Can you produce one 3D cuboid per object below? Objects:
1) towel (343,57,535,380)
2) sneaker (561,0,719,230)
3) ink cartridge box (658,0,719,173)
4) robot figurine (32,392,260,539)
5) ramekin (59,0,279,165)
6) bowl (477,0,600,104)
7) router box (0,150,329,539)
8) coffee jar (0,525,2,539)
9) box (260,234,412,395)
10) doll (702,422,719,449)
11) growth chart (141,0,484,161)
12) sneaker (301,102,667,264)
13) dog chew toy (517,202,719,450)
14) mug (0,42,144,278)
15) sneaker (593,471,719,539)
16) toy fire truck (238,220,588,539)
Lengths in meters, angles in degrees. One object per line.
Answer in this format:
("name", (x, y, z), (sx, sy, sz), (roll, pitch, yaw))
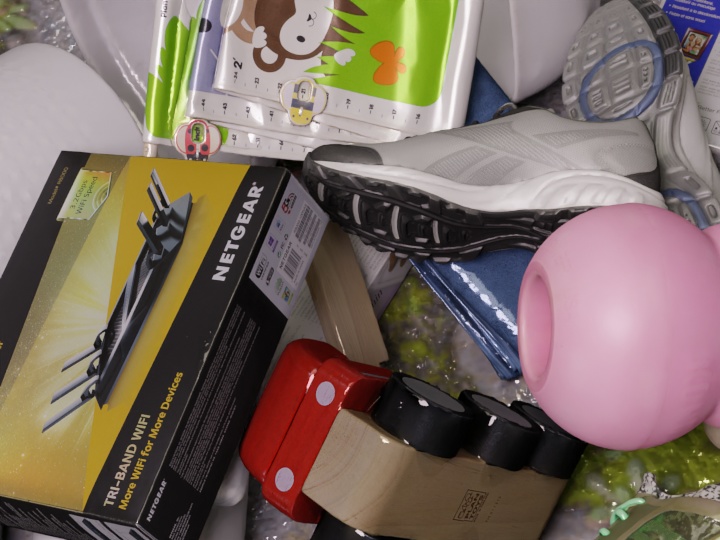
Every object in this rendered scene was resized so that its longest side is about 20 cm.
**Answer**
("towel", (0.067, -0.041, 1.197), (0.111, 0.049, 0.200), (-36, 77, -20))
("sneaker", (0.170, -0.062, 1.191), (0.074, 0.087, 0.202), (-18, 67, 19))
("ink cartridge box", (0.229, -0.147, 1.278), (0.094, 0.037, 0.201), (16, 64, 21))
("robot figurine", (-0.116, 0.114, 1.121), (0.169, 0.113, 0.202), (-25, 48, 36))
("ramekin", (-0.088, -0.156, 1.250), (0.105, 0.201, 0.200), (-35, 57, -24))
("bowl", (0.083, -0.225, 1.246), (0.074, 0.202, 0.200), (-18, 36, -11))
("router box", (-0.123, 0.038, 1.064), (0.156, 0.052, 0.202), (5, 63, 34))
("coffee jar", (-0.241, 0.157, 1.133), (0.103, 0.086, 0.202), (-8, 55, 1))
("box", (0.000, 0.000, 1.220), (0.041, 0.039, 0.201), (20, 63, 23))
("doll", (0.267, 0.031, 1.144), (0.199, 0.049, 0.137), (-38, 68, -7))
("growth chart", (-0.025, -0.122, 1.147), (0.198, 0.018, 0.146), (0, 95, -14))
("sneaker", (0.067, -0.052, 1.134), (0.198, 0.074, 0.080), (3, 62, 2))
("dog chew toy", (0.184, 0.029, 1.066), (0.198, 0.125, 0.126), (1, 55, -12))
("mug", (-0.239, -0.022, 1.206), (0.175, 0.199, 0.149), (-36, 99, -37))
("sneaker", (0.149, 0.150, 1.085), (0.198, 0.077, 0.089), (-13, 42, -5))
("toy fire truck", (0.002, 0.063, 1.092), (0.199, 0.175, 0.130), (32, 100, 36))
